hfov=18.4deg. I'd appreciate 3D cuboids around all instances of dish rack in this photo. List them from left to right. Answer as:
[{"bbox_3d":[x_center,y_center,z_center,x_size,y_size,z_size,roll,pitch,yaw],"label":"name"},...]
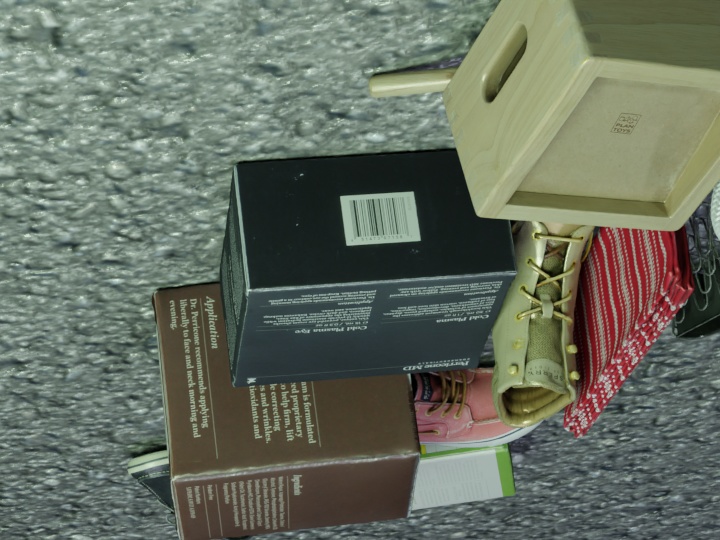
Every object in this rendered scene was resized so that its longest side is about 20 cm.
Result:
[{"bbox_3d":[0.251,-0.007,1.778,0.199,0.055,0.153,12,148,-36],"label":"dish rack"}]

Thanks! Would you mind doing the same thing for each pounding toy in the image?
[{"bbox_3d":[0.135,-0.120,1.423,0.183,0.143,0.200,4,143,-26],"label":"pounding toy"}]

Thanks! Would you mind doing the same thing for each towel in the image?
[{"bbox_3d":[0.191,0.012,1.652,0.022,0.146,0.201,12,139,-15],"label":"towel"}]

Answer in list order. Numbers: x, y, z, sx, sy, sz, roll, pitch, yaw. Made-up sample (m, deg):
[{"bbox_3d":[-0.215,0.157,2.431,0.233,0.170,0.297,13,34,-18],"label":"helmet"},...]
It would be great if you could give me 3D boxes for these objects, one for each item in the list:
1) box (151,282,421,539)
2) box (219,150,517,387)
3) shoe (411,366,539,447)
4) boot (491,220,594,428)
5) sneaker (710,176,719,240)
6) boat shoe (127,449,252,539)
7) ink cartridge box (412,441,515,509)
[{"bbox_3d":[-0.062,0.111,1.805,0.198,0.167,0.165,-5,156,-4],"label":"box"},{"bbox_3d":[0.000,0.000,1.652,0.198,0.105,0.182,-4,155,-9],"label":"box"},{"bbox_3d":[0.071,0.116,1.976,0.198,0.072,0.091,-6,161,5],"label":"shoe"},{"bbox_3d":[0.139,0.013,1.650,0.072,0.157,0.200,9,148,-11],"label":"boot"},{"bbox_3d":[0.298,-0.074,1.486,0.075,0.201,0.114,22,158,27],"label":"sneaker"},{"bbox_3d":[-0.156,0.217,2.148,0.074,0.063,0.200,-16,154,22],"label":"boat shoe"},{"bbox_3d":[0.041,0.171,2.089,0.198,0.076,0.148,-8,157,3],"label":"ink cartridge box"}]
